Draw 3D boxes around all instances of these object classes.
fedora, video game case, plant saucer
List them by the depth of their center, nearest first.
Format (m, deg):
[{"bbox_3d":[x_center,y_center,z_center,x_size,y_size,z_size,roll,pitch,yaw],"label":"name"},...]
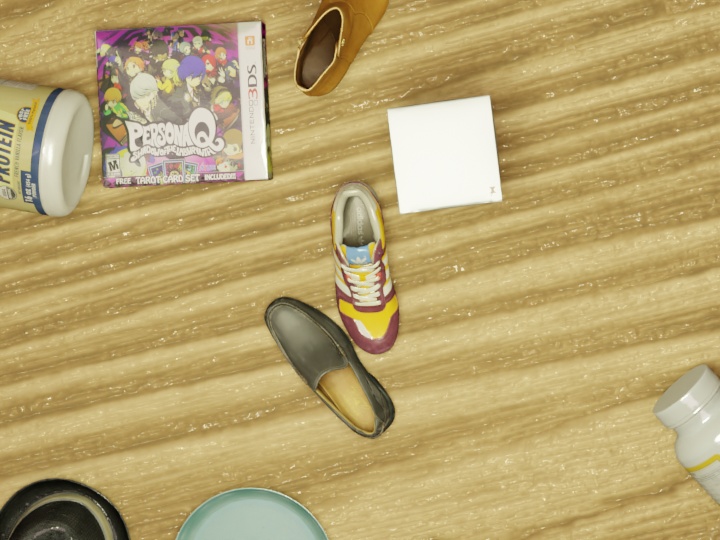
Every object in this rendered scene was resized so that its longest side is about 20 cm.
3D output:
[{"bbox_3d":[-0.204,-0.190,1.544,0.197,0.036,0.184,-2,93,5],"label":"video game case"},{"bbox_3d":[-0.367,0.350,1.570,0.198,0.092,0.203,0,94,5],"label":"fedora"},{"bbox_3d":[-0.126,0.354,1.585,0.198,0.027,0.203,0,94,4],"label":"plant saucer"}]

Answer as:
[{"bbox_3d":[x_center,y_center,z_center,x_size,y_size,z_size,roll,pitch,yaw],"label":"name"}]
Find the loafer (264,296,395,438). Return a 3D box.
[{"bbox_3d":[-0.036,0.110,1.536,0.200,0.072,0.073,45,97,1],"label":"loafer"}]

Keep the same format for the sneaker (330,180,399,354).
[{"bbox_3d":[0.000,0.000,1.515,0.074,0.090,0.202,-11,93,5],"label":"sneaker"}]

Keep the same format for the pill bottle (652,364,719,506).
[{"bbox_3d":[0.423,0.205,1.487,0.112,0.112,0.200,-43,90,6],"label":"pill bottle"}]

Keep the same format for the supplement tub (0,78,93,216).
[{"bbox_3d":[-0.415,-0.146,1.511,0.198,0.144,0.146,9,95,4],"label":"supplement tub"}]

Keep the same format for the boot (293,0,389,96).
[{"bbox_3d":[-0.015,-0.285,1.468,0.070,0.144,0.203,23,96,2],"label":"boot"}]

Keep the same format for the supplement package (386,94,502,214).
[{"bbox_3d":[0.093,-0.125,1.443,0.112,0.200,0.111,-7,94,5],"label":"supplement package"}]
